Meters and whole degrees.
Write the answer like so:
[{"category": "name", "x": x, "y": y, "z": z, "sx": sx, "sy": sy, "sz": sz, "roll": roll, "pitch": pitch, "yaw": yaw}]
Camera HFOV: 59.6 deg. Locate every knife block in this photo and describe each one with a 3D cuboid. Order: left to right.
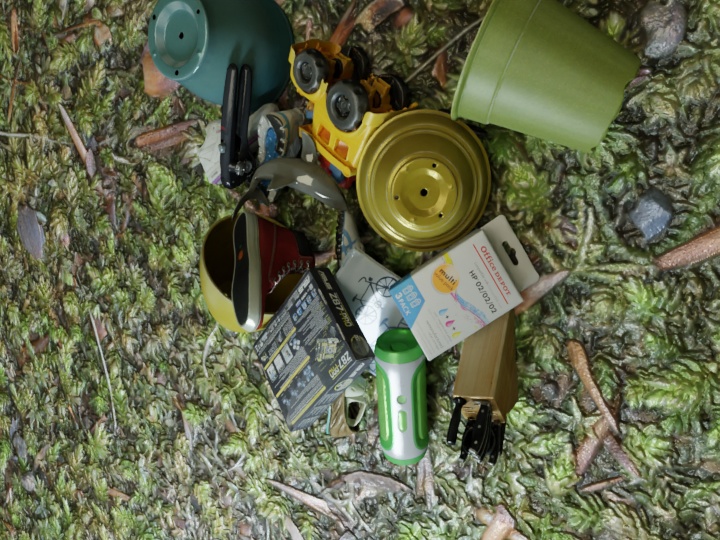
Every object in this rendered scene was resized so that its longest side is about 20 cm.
[{"category": "knife block", "x": 0.169, "y": 0.161, "z": 0.887, "sx": 0.062, "sy": 0.174, "sz": 0.207, "roll": -1, "pitch": 97, "yaw": 28}]

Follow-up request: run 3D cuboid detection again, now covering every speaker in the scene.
[{"category": "speaker", "x": 0.065, "y": 0.198, "z": 0.984, "sx": 0.086, "sy": 0.088, "sz": 0.206, "roll": 9, "pitch": 116, "yaw": 28}]

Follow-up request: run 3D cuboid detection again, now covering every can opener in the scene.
[{"category": "can opener", "x": -0.206, "y": -0.231, "z": 1.019, "sx": 0.077, "sy": 0.063, "sz": 0.205, "roll": 26, "pitch": 124, "yaw": 25}]

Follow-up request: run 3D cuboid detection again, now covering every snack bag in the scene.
[{"category": "snack bag", "x": 0.019, "y": 0.077, "z": 0.993, "sx": 0.197, "sy": 0.022, "sz": 0.190, "roll": 32, "pitch": 122, "yaw": -11}]

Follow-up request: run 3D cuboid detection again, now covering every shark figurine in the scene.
[{"category": "shark figurine", "x": -0.133, "y": -0.139, "z": 0.993, "sx": 0.209, "sy": 0.090, "sz": 0.131, "roll": 1, "pitch": 125, "yaw": 32}]

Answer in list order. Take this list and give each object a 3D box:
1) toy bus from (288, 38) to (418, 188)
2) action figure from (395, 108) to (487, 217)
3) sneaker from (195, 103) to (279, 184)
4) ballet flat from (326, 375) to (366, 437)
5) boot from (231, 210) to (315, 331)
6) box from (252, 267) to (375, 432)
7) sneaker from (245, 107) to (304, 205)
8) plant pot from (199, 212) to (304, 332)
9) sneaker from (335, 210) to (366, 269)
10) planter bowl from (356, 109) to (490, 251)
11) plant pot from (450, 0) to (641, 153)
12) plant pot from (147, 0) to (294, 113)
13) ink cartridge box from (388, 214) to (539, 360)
[{"category": "toy bus", "x": -0.034, "y": -0.236, "z": 0.990, "sx": 0.200, "sy": 0.134, "sz": 0.195, "roll": 43, "pitch": 131, "yaw": 20}, {"category": "action figure", "x": 0.109, "y": -0.132, "z": 0.947, "sx": 0.129, "sy": 0.069, "sz": 0.203, "roll": 34, "pitch": 116, "yaw": 14}, {"category": "sneaker", "x": -0.226, "y": -0.242, "z": 1.116, "sx": 0.198, "sy": 0.075, "sz": 0.101, "roll": -35, "pitch": 86, "yaw": 29}, {"category": "ballet flat", "x": -0.025, "y": 0.208, "z": 1.045, "sx": 0.070, "sy": 0.069, "sz": 0.204, "roll": 2, "pitch": 128, "yaw": 5}, {"category": "boot", "x": -0.129, "y": 0.010, "z": 0.999, "sx": 0.072, "sy": 0.141, "sz": 0.205, "roll": -38, "pitch": 45, "yaw": 41}, {"category": "box", "x": -0.078, "y": 0.122, "z": 0.958, "sx": 0.201, "sy": 0.048, "sz": 0.163, "roll": -50, "pitch": 56, "yaw": 34}, {"category": "sneaker", "x": -0.137, "y": -0.194, "z": 1.081, "sx": 0.075, "sy": 0.086, "sz": 0.201, "roll": 42, "pitch": 139, "yaw": 10}, {"category": "plant pot", "x": -0.195, "y": 0.026, "z": 1.091, "sx": 0.201, "sy": 0.198, "sz": 0.143, "roll": 51, "pitch": 137, "yaw": 13}, {"category": "sneaker", "x": 0.000, "y": 0.000, "z": 1.024, "sx": 0.070, "sy": 0.072, "sz": 0.206, "roll": -13, "pitch": 105, "yaw": -4}, {"category": "planter bowl", "x": 0.087, "y": -0.114, "z": 0.870, "sx": 0.194, "sy": 0.084, "sz": 0.207, "roll": 1, "pitch": 108, "yaw": 4}, {"category": "plant pot", "x": 0.240, "y": -0.245, "z": 0.797, "sx": 0.187, "sy": 0.200, "sz": 0.204, "roll": 29, "pitch": 111, "yaw": 11}, {"category": "plant pot", "x": -0.240, "y": -0.373, "z": 1.045, "sx": 0.195, "sy": 0.187, "sz": 0.207, "roll": 5, "pitch": 100, "yaw": 28}, {"category": "ink cartridge box", "x": 0.151, "y": 0.021, "z": 0.894, "sx": 0.197, "sy": 0.068, "sz": 0.117, "roll": -33, "pitch": 90, "yaw": 7}]
